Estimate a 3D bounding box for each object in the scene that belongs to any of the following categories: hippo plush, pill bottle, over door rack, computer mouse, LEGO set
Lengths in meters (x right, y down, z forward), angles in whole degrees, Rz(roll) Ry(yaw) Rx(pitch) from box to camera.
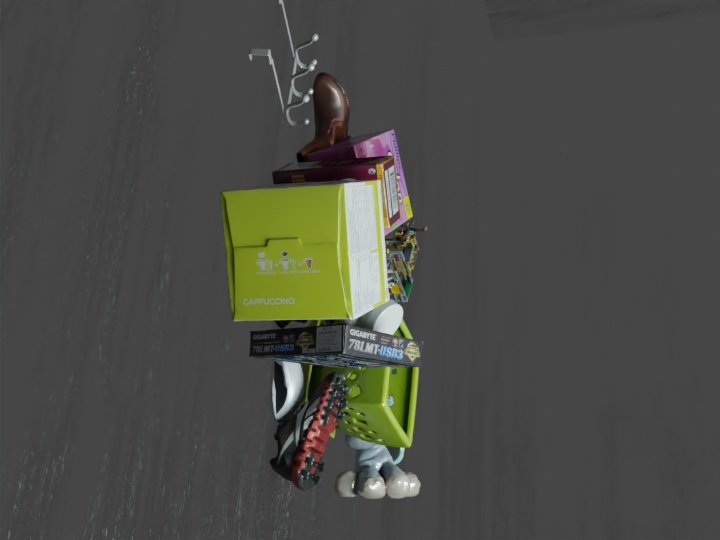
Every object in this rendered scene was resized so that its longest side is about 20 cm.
[{"bbox_3d":[0.040,0.365,1.827,0.200,0.158,0.162,27,63,-70],"label":"hippo plush"},{"bbox_3d":[-0.021,0.040,1.581,0.104,0.200,0.105,-32,141,-31],"label":"pill bottle"},{"bbox_3d":[-0.119,-0.363,1.570,0.200,0.066,0.148,60,31,-57],"label":"over door rack"},{"bbox_3d":[-0.116,0.156,1.539,0.110,0.044,0.201,27,62,-72],"label":"computer mouse"},{"bbox_3d":[0.044,-0.029,1.910,0.201,0.153,0.116,-64,149,-30],"label":"LEGO set"}]

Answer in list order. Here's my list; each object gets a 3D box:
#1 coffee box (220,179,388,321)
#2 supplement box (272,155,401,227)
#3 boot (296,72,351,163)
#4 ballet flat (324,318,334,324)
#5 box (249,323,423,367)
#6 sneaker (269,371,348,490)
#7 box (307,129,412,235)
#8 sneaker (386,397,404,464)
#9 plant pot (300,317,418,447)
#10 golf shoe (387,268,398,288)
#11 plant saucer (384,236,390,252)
[{"bbox_3d":[-0.081,-0.035,1.418,0.198,0.199,0.201,-23,110,-71],"label":"coffee box"},{"bbox_3d":[-0.040,-0.129,1.564,0.086,0.199,0.111,-44,129,-67],"label":"supplement box"},{"bbox_3d":[-0.084,-0.253,1.719,0.200,0.068,0.189,-54,147,-53],"label":"boot"},{"bbox_3d":[-0.038,0.098,1.773,0.057,0.066,0.200,-90,168,-45],"label":"ballet flat"},{"bbox_3d":[-0.037,0.123,1.443,0.200,0.198,0.050,16,75,-48],"label":"box"},{"bbox_3d":[-0.088,0.254,1.505,0.071,0.098,0.201,50,56,-54],"label":"sneaker"},{"bbox_3d":[0.004,-0.154,1.702,0.200,0.096,0.177,-36,115,-62],"label":"box"},{"bbox_3d":[0.057,0.324,1.983,0.140,0.077,0.201,53,21,-70],"label":"sneaker"},{"bbox_3d":[-0.007,0.195,1.660,0.200,0.181,0.200,64,29,-54],"label":"plant pot"},{"bbox_3d":[0.000,0.000,1.695,0.200,0.077,0.089,-1,-79,63],"label":"golf shoe"},{"bbox_3d":[0.037,-0.009,2.084,0.200,0.036,0.202,-2,90,-72],"label":"plant saucer"}]
